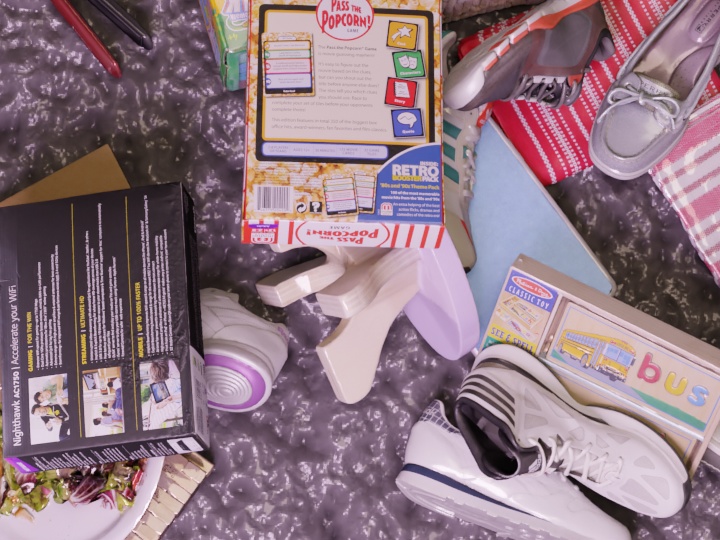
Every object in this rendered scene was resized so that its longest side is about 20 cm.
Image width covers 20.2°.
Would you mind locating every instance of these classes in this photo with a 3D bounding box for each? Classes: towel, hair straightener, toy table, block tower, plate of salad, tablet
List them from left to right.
[{"bbox_3d":[-0.238,0.132,1.563,0.199,0.048,0.202,-8,74,27],"label":"plate of salad"},{"bbox_3d":[-0.237,-0.257,1.679,0.077,0.041,0.200,-40,81,-10],"label":"hair straightener"},{"bbox_3d":[-0.196,0.219,1.589,0.058,0.054,0.201,35,79,2],"label":"block tower"},{"bbox_3d":[0.000,0.000,1.588,0.117,0.184,0.201,-29,92,-19],"label":"toy table"},{"bbox_3d":[0.104,-0.025,1.668,0.130,0.014,0.201,-37,85,0],"label":"tablet"},{"bbox_3d":[0.195,-0.167,1.704,0.199,0.022,0.145,-25,84,-9],"label":"towel"},{"bbox_3d":[0.339,-0.054,1.692,0.146,0.030,0.201,-31,90,-8],"label":"towel"}]

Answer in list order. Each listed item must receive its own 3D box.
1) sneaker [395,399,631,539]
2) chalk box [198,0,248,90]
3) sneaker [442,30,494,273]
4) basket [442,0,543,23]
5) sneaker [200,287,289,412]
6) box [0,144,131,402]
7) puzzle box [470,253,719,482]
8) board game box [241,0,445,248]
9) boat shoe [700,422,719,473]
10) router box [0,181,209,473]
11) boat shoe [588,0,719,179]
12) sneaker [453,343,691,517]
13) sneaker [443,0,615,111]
[{"bbox_3d":[0.130,0.172,1.618,0.199,0.076,0.081,23,70,-2],"label":"sneaker"},{"bbox_3d":[-0.067,-0.226,1.640,0.124,0.124,0.201,-16,82,-7],"label":"chalk box"},{"bbox_3d":[0.072,-0.101,1.633,0.093,0.070,0.201,-21,82,4],"label":"sneaker"},{"bbox_3d":[0.061,-0.312,1.628,0.160,0.200,0.200,-18,82,-6],"label":"basket"},{"bbox_3d":[-0.151,0.052,1.622,0.199,0.075,0.100,17,38,12],"label":"sneaker"},{"bbox_3d":[-0.254,0.006,1.595,0.199,0.021,0.164,-29,56,-3],"label":"box"},{"bbox_3d":[0.190,0.085,1.598,0.199,0.025,0.134,26,124,12],"label":"puzzle box"},{"bbox_3d":[-0.013,-0.119,1.522,0.150,0.046,0.202,2,68,-4],"label":"board game box"},{"bbox_3d":[0.247,0.108,1.642,0.201,0.060,0.072,37,41,-1],"label":"boat shoe"},{"bbox_3d":[-0.194,0.042,1.516,0.148,0.051,0.202,-7,70,7],"label":"router box"},{"bbox_3d":[0.254,-0.165,1.659,0.074,0.065,0.202,35,76,18],"label":"boat shoe"},{"bbox_3d":[0.155,0.149,1.562,0.200,0.076,0.115,33,37,7],"label":"sneaker"},{"bbox_3d":[0.146,-0.165,1.622,0.200,0.077,0.082,-36,98,-38],"label":"sneaker"}]
